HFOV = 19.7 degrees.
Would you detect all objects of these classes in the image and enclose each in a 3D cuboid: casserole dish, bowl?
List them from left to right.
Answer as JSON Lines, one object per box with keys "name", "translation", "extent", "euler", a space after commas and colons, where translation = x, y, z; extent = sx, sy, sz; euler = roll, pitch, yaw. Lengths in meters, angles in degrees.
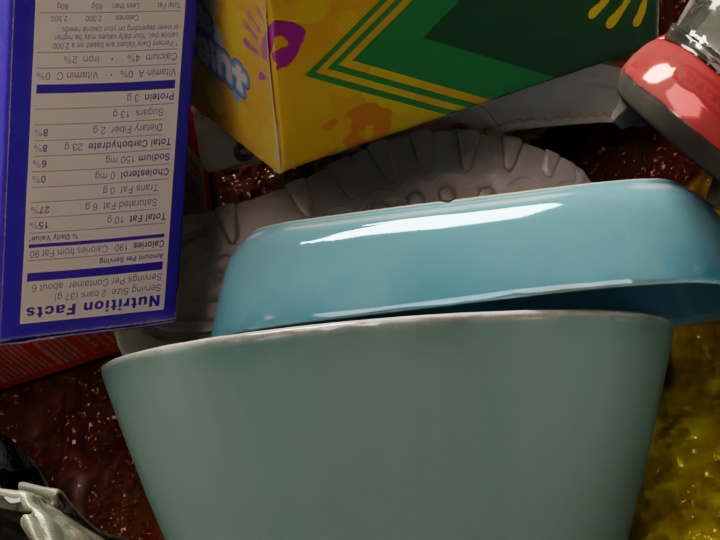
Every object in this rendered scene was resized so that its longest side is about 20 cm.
{"name": "bowl", "translation": [0.014, 0.078, 0.713], "extent": [0.199, 0.201, 0.106], "euler": [-8, 82, 20]}
{"name": "casserole dish", "translation": [0.041, 0.002, 0.698], "extent": [0.198, 0.121, 0.039], "euler": [-8, 80, 16]}

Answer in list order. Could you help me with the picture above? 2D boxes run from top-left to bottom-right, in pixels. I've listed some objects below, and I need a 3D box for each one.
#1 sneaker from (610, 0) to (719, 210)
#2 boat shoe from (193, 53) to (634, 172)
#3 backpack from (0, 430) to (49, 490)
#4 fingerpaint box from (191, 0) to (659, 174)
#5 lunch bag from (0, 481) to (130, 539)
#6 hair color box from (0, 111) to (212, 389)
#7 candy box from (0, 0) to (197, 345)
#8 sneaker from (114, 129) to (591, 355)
{"name": "sneaker", "translation": [0.147, -0.074, 0.713], "extent": [0.071, 0.200, 0.098], "euler": [41, 103, 10]}
{"name": "boat shoe", "translation": [0.029, -0.062, 0.840], "extent": [0.198, 0.071, 0.070], "euler": [2, 99, 13]}
{"name": "backpack", "translation": [-0.247, 0.086, 0.795], "extent": [0.200, 0.153, 0.176], "euler": [41, 90, 14]}
{"name": "fingerpaint box", "translation": [-0.010, -0.125, 0.797], "extent": [0.166, 0.074, 0.200], "euler": [-20, 34, -25]}
{"name": "lunch bag", "translation": [-0.095, 0.188, 0.702], "extent": [0.117, 0.164, 0.202], "euler": [0, 65, 30]}
{"name": "hair color box", "translation": [-0.163, -0.005, 0.893], "extent": [0.198, 0.061, 0.102], "euler": [-19, 60, 15]}
{"name": "candy box", "translation": [-0.123, -0.095, 0.745], "extent": [0.169, 0.076, 0.202], "euler": [32, 120, 55]}
{"name": "sneaker", "translation": [0.000, 0.000, 0.813], "extent": [0.198, 0.081, 0.077], "euler": [-10, 72, -2]}
